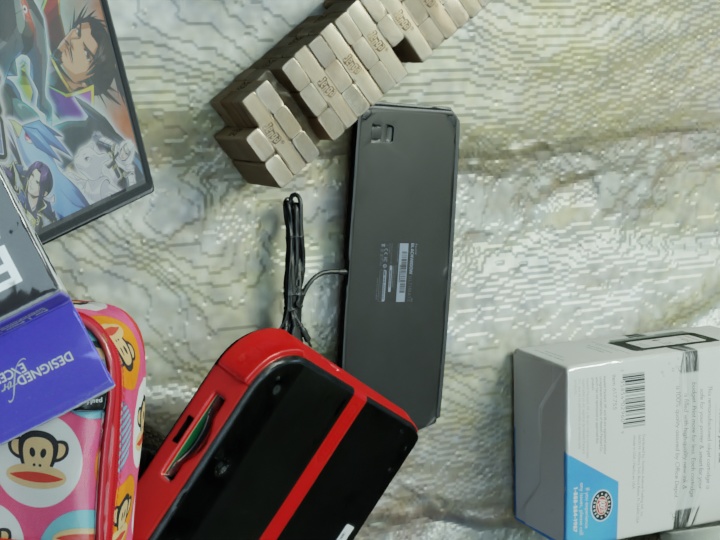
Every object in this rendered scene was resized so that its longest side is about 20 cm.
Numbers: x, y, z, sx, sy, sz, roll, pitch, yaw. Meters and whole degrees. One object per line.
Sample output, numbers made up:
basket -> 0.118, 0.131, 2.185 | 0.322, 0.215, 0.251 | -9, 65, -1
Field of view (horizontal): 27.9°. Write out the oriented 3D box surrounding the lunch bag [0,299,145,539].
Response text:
lunch bag -> -0.208, 0.096, 0.710 | 0.197, 0.082, 0.178 | 5, 96, 5

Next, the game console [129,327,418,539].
game console -> -0.063, 0.141, 0.810 | 0.201, 0.031, 0.177 | -56, 144, -3

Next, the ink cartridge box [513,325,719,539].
ink cartridge box -> 0.201, 0.102, 0.945 | 0.198, 0.068, 0.118 | -5, 100, -24

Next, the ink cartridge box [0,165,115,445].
ink cartridge box -> -0.234, 0.011, 0.615 | 0.197, 0.043, 0.202 | -27, 104, -5

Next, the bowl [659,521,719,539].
bowl -> 0.239, 0.215, 0.924 | 0.198, 0.200, 0.109 | -6, 80, -24

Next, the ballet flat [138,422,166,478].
ballet flat -> -0.165, 0.079, 0.790 | 0.199, 0.046, 0.068 | 37, 91, -19

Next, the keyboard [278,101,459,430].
keyboard -> 0.000, 0.000, 0.866 | 0.126, 0.021, 0.203 | 1, 95, -31

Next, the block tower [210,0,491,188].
block tower -> 0.003, -0.133, 0.830 | 0.200, 0.058, 0.054 | -44, 113, -15

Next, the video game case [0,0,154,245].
video game case -> -0.180, -0.111, 0.705 | 0.181, 0.025, 0.202 | -36, 116, -59
